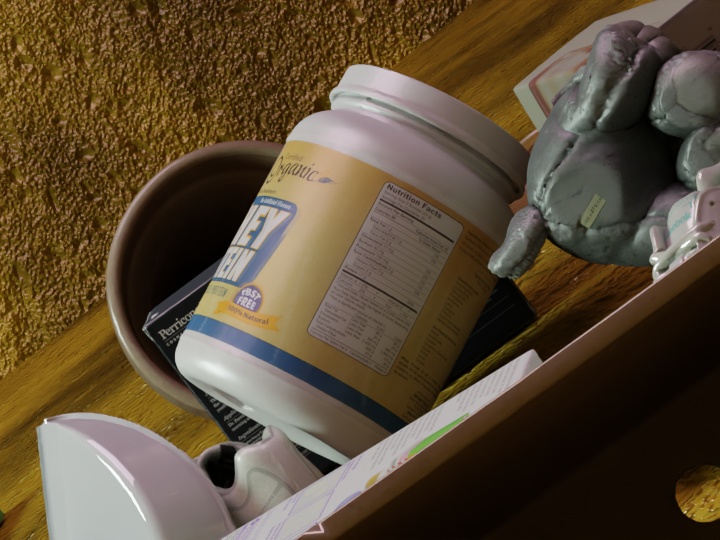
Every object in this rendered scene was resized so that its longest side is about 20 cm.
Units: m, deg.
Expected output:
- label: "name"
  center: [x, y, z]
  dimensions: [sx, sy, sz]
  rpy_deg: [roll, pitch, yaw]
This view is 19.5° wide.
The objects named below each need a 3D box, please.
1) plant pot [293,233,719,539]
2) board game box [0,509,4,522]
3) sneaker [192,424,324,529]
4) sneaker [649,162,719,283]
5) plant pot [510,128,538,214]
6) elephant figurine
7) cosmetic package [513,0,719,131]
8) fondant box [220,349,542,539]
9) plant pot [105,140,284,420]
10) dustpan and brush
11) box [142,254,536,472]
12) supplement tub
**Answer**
- label: "plant pot"
  center: [0.101, 0.090, 0.427]
  dimensions: [0.200, 0.200, 0.177]
  rpy_deg: [-36, -2, 3]
- label: "board game box"
  center: [-0.390, 0.274, 1.847]
  dimensions: [0.135, 0.029, 0.200]
  rpy_deg: [-37, 9, 6]
- label: "sneaker"
  center: [-0.076, 0.137, 1.178]
  dimensions: [0.075, 0.081, 0.200]
  rpy_deg: [-46, 11, -37]
- label: "sneaker"
  center: [0.153, 0.014, 0.929]
  dimensions: [0.070, 0.080, 0.200]
  rpy_deg: [-29, 13, 34]
- label: "plant pot"
  center: [0.160, -0.098, 1.644]
  dimensions: [0.200, 0.027, 0.200]
  rpy_deg: [-37, 8, 6]
- label: "elephant figurine"
  center: [0.176, -0.073, 1.153]
  dimensions: [0.155, 0.142, 0.200]
  rpy_deg: [11, 17, 15]
- label: "cosmetic package"
  center: [0.189, -0.113, 1.364]
  dimensions: [0.087, 0.103, 0.200]
  rpy_deg: [-38, 8, -12]
- label: "fondant box"
  center: [0.006, 0.131, 0.962]
  dimensions: [0.200, 0.058, 0.144]
  rpy_deg: [-34, 9, 22]
- label: "plant pot"
  center: [-0.084, 0.027, 1.528]
  dimensions: [0.200, 0.200, 0.175]
  rpy_deg: [-39, -10, -14]
- label: "dustpan and brush"
  center: [-0.090, 0.151, 1.117]
  dimensions: [0.057, 0.140, 0.200]
  rpy_deg: [-14, 13, -38]
- label: "box"
  center: [-0.014, 0.026, 1.306]
  dimensions: [0.200, 0.141, 0.079]
  rpy_deg: [-36, 9, 1]
- label: "supplement tub"
  center: [0.000, 0.000, 1.185]
  dimensions: [0.200, 0.145, 0.145]
  rpy_deg: [-62, 14, -9]
